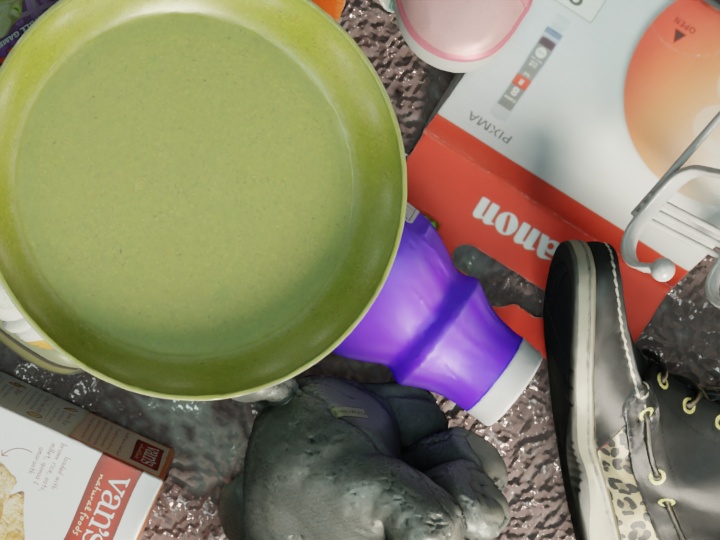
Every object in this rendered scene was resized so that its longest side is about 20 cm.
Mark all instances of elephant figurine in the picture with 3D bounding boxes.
[{"bbox_3d":[-0.023,0.158,0.851,0.155,0.141,0.200,44,117,21],"label":"elephant figurine"}]

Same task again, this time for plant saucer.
[{"bbox_3d":[-0.077,-0.041,0.765,0.199,0.031,0.201,1,86,-16],"label":"plant saucer"}]

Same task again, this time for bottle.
[{"bbox_3d":[0.000,0.000,0.837,0.200,0.065,0.084,37,116,-2],"label":"bottle"}]

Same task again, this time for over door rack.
[{"bbox_3d":[0.231,-0.061,0.787,0.148,0.067,0.200,21,105,-38],"label":"over door rack"}]

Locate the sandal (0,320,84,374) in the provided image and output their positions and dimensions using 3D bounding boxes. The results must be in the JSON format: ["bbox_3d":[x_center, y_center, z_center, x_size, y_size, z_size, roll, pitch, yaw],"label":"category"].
[{"bbox_3d":[-0.196,-0.030,0.832,0.201,0.080,0.057,38,126,-15],"label":"sandal"}]

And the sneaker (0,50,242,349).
[{"bbox_3d":[-0.127,-0.065,0.796,0.088,0.076,0.200,35,72,-25],"label":"sneaker"}]

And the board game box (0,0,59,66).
[{"bbox_3d":[-0.159,-0.149,0.771,0.200,0.032,0.120,-34,144,-15],"label":"board game box"}]

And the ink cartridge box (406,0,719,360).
[{"bbox_3d":[0.114,-0.056,0.842,0.162,0.050,0.200,32,96,-5],"label":"ink cartridge box"}]

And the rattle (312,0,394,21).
[{"bbox_3d":[-0.016,-0.211,0.773,0.130,0.143,0.201,0,95,-19],"label":"rattle"}]

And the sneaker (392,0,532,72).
[{"bbox_3d":[0.061,-0.197,0.762,0.075,0.105,0.201,16,83,3],"label":"sneaker"}]

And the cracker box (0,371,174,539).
[{"bbox_3d":[-0.216,0.119,0.873,0.200,0.058,0.134,24,100,-5],"label":"cracker box"}]

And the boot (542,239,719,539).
[{"bbox_3d":[0.176,0.066,0.844,0.153,0.074,0.204,-10,117,0],"label":"boot"}]
